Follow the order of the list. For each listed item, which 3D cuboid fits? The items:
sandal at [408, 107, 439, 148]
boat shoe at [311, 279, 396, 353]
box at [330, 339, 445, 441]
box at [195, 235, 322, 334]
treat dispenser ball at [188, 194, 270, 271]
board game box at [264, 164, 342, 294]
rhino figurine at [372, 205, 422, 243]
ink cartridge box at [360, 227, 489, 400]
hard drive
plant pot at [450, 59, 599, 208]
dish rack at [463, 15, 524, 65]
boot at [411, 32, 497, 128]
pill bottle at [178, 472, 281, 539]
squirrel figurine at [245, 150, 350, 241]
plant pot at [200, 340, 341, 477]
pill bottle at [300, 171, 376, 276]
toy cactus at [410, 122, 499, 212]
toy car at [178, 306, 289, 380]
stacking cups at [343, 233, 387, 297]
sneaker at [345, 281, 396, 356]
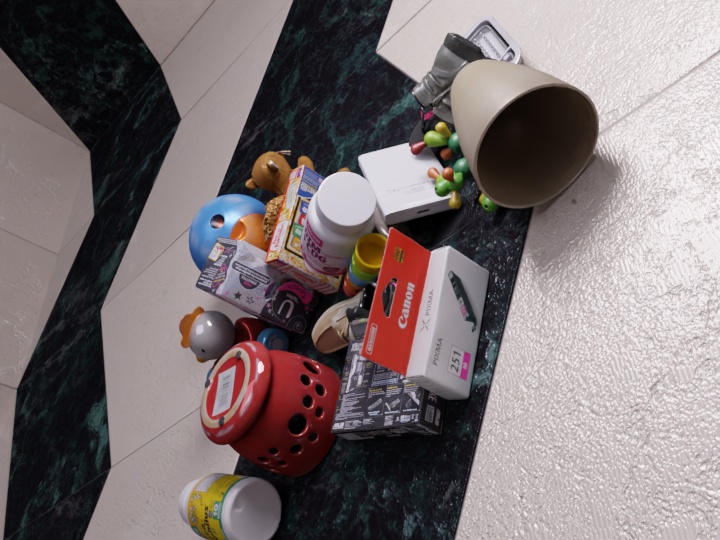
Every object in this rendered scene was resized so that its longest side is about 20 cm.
[{"bbox_3d":[0.146,-0.293,1.293,0.200,0.045,0.075,-45,36,24],"label":"sandal"},{"bbox_3d":[-0.009,0.091,1.265,0.200,0.074,0.069,-39,32,30],"label":"boat shoe"},{"bbox_3d":[0.047,0.173,1.145,0.199,0.050,0.159,-19,50,46],"label":"box"},{"bbox_3d":[-0.192,0.030,1.446,0.132,0.199,0.115,12,77,56],"label":"box"},{"bbox_3d":[-0.273,-0.065,1.630,0.200,0.200,0.202,-34,41,35],"label":"treat dispenser ball"},{"bbox_3d":[-0.087,-0.076,1.429,0.046,0.151,0.201,-15,53,48],"label":"board game box"},{"bbox_3d":[0.057,-0.061,1.277,0.060,0.087,0.200,-50,34,17],"label":"rhino figurine"},{"bbox_3d":[0.097,0.057,1.050,0.043,0.173,0.201,-15,54,48],"label":"ink cartridge box"},{"bbox_3d":[0.081,-0.158,1.308,0.131,0.027,0.201,-15,40,-5],"label":"hard drive"},{"bbox_3d":[0.211,-0.222,1.086,0.188,0.187,0.200,-48,37,18],"label":"plant pot"},{"bbox_3d":[0.208,-0.349,1.332,0.172,0.043,0.201,-46,35,23],"label":"dish rack"},{"bbox_3d":[0.190,-0.286,1.227,0.131,0.199,0.068,-60,-12,26],"label":"boot"},{"bbox_3d":[-0.233,0.409,1.291,0.199,0.112,0.114,-12,56,49],"label":"pill bottle"},{"bbox_3d":[-0.138,-0.150,1.523,0.141,0.186,0.201,-26,46,41],"label":"squirrel figurine"},{"bbox_3d":[-0.154,0.226,1.264,0.200,0.182,0.202,-31,43,34],"label":"plant pot"},{"bbox_3d":[-0.037,-0.076,1.254,0.200,0.112,0.114,114,171,-66],"label":"pill bottle"},{"bbox_3d":[0.178,-0.184,1.196,0.165,0.102,0.200,-38,44,2],"label":"toy cactus"},{"bbox_3d":[-0.280,0.155,1.472,0.184,0.199,0.178,1,66,54],"label":"toy car"},{"bbox_3d":[0.000,0.000,1.258,0.200,0.060,0.061,124,162,-68],"label":"stacking cups"},{"bbox_3d":[0.051,0.041,1.151,0.200,0.088,0.074,-41,16,-30],"label":"sneaker"}]
